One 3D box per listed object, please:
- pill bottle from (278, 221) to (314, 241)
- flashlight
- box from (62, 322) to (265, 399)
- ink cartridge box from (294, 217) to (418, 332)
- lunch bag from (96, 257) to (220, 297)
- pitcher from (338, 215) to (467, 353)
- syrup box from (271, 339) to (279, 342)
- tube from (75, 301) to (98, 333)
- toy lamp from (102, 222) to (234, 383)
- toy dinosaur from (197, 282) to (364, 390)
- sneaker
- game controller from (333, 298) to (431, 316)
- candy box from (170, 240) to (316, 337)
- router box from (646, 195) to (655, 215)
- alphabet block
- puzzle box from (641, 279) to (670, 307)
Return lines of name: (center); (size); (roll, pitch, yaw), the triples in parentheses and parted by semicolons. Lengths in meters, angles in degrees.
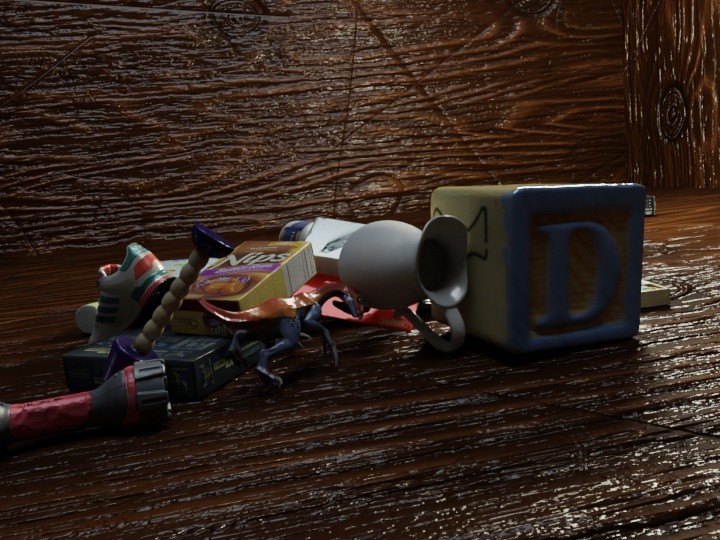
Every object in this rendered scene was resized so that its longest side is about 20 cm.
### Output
pill bottle: (-0.129, -0.074, 1.662); (0.111, 0.111, 0.200); (-11, 10, -30)
flashlight: (-0.292, 0.137, 0.620); (0.199, 0.068, 0.068); (-8, 12, -19)
box: (-0.245, 0.109, 0.801); (0.199, 0.051, 0.158); (-2, 9, 21)
ink cartridge box: (0.000, 0.000, 0.957); (0.199, 0.044, 0.174); (10, 44, 11)
lunch bag: (-0.288, 0.041, 1.015); (0.199, 0.128, 0.170); (-11, 5, 32)
pitcher: (0.058, 0.018, 0.825); (0.121, 0.172, 0.200); (-13, 7, -31)
syrup box: (-0.132, 0.051, 1.001); (0.081, 0.079, 0.200); (-2, 10, 17)
tube: (-0.462, 0.074, 1.174); (0.058, 0.052, 0.200); (35, 6, 0)
toy lamp: (-0.214, 0.044, 0.686); (0.058, 0.200, 0.058); (35, 1, -1)
toy dinosaur: (-0.070, 0.056, 0.753); (0.105, 0.200, 0.182); (17, 52, 30)
sneaker: (-0.345, 0.042, 0.902); (0.200, 0.093, 0.070); (-43, -7, 28)
game controller: (0.044, 0.054, 1.035); (0.199, 0.042, 0.104); (0, -4, 29)
candy box: (-0.157, 0.018, 0.858); (0.116, 0.057, 0.200); (1, 23, 23)
router box: (0.819, -0.204, 2.011); (0.199, 0.062, 0.150); (-4, 10, 10)
alphabet block: (0.219, -0.015, 0.812); (0.196, 0.196, 0.200); (-3, 9, -20)
puzzle box: (0.371, 0.029, 0.990); (0.132, 0.026, 0.200); (-7, 10, -5)
